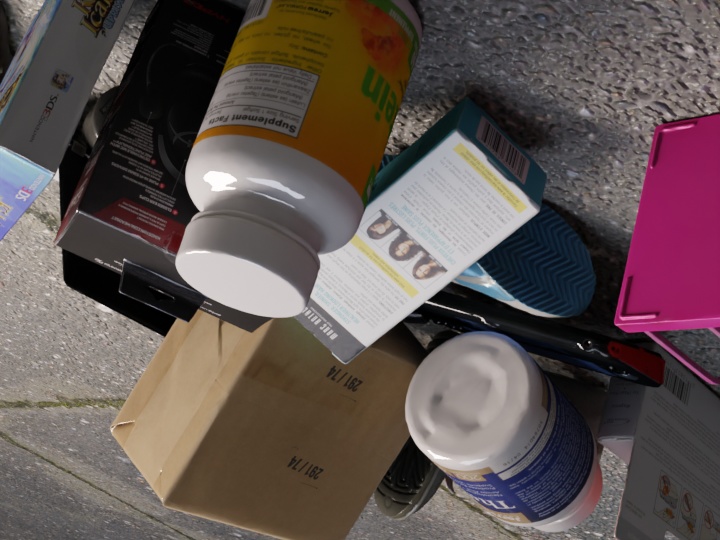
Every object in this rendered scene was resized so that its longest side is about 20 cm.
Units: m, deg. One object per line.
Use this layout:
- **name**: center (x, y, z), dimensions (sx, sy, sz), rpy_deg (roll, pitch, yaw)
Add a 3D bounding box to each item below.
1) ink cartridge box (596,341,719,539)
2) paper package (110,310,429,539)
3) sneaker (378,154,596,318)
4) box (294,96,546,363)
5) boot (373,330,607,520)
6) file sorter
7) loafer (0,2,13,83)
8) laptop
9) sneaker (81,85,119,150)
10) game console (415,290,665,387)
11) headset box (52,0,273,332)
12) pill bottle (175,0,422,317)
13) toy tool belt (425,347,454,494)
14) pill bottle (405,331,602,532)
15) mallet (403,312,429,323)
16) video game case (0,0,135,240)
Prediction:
- **ink cartridge box**: center (0.271, 0.183, 1.314), dimensions (0.043, 0.175, 0.200), rpy_deg (-6, 147, 44)
- **paper package**: center (-0.062, 0.105, 1.207), dimensions (0.199, 0.191, 0.103), rpy_deg (24, -168, -41)
- **sneaker**: center (0.082, -0.023, 1.142), dimensions (0.199, 0.077, 0.081), rpy_deg (26, 166, -2)
- **box**: center (0.030, -0.024, 1.063), dimensions (0.082, 0.049, 0.200), rpy_deg (42, 123, -14)
- **boot**: center (0.121, 0.158, 1.353), dimensions (0.199, 0.183, 0.072), rpy_deg (29, 176, -40)
- **file sorter**: center (0.280, -0.012, 0.921), dimensions (0.199, 0.140, 0.125), rpy_deg (-7, 150, 46)
- **loafer**: center (-0.297, -0.154, 1.126), dimensions (0.072, 0.072, 0.200), rpy_deg (14, 157, 12)
- **laptop**: center (-0.215, -0.023, 1.242), dimensions (0.199, 0.117, 0.187), rpy_deg (11, 165, 40)
- **sneaker**: center (-0.129, -0.076, 1.194), dimensions (0.200, 0.076, 0.091), rpy_deg (36, 162, -21)
- **game console**: center (0.133, 0.051, 1.218), dimensions (0.199, 0.031, 0.177), rpy_deg (15, 179, 27)
- **headset box**: center (-0.100, -0.066, 1.008), dimensions (0.148, 0.201, 0.077), rpy_deg (24, 157, -15)
- **pill bottle**: center (-0.041, -0.079, 0.931), dimensions (0.110, 0.201, 0.111), rpy_deg (16, 158, 7)
- **toy tool belt**: center (0.082, 0.136, 1.407), dimensions (0.125, 0.123, 0.200), rpy_deg (-40, 132, 18)
- **pill bottle**: center (0.123, 0.138, 1.224), dimensions (0.110, 0.112, 0.200), rpy_deg (4, 155, 31)
- **mallet**: center (0.000, 0.000, 1.244), dimensions (0.065, 0.041, 0.200), rpy_deg (6, 165, 26)
- **video game case**: center (-0.207, -0.118, 0.995), dimensions (0.045, 0.182, 0.200), rpy_deg (26, 156, -17)
